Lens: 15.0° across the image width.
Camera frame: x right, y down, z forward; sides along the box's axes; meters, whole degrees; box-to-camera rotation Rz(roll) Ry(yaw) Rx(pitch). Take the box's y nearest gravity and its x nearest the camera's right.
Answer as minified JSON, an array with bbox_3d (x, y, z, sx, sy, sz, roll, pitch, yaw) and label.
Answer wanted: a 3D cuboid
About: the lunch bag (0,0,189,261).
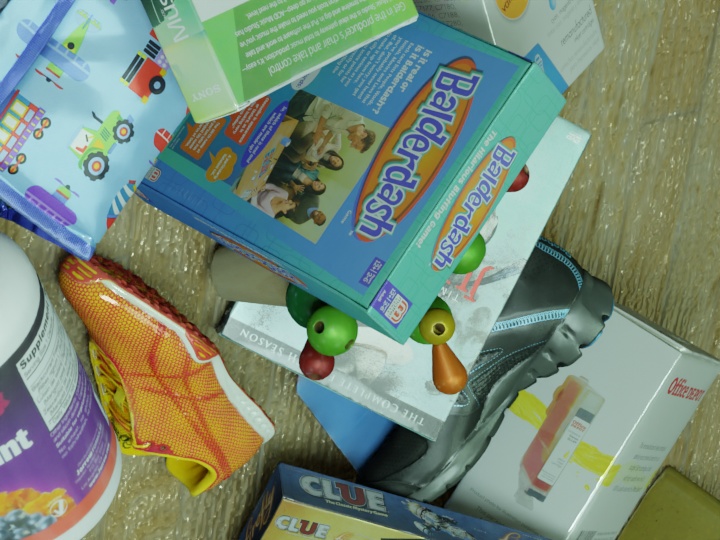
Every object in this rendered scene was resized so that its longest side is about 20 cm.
[{"bbox_3d":[-0.174,-0.126,1.299,0.200,0.094,0.151,40,80,-39],"label":"lunch bag"}]

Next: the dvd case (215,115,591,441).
[{"bbox_3d":[0.025,-0.022,1.554,0.146,0.022,0.200,27,92,-13],"label":"dvd case"}]

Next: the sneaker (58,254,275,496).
[{"bbox_3d":[-0.112,0.062,1.479,0.077,0.073,0.200,-43,136,-8],"label":"sneaker"}]

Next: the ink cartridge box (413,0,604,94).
[{"bbox_3d":[0.058,-0.183,1.465,0.115,0.068,0.200,-48,129,-47],"label":"ink cartridge box"}]

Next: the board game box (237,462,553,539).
[{"bbox_3d":[0.018,0.199,1.623,0.200,0.035,0.136,18,120,-18],"label":"board game box"}]

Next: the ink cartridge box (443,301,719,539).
[{"bbox_3d":[0.136,0.118,1.735,0.200,0.083,0.145,-58,162,4],"label":"ink cartridge box"}]

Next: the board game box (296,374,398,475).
[{"bbox_3d":[0.029,0.041,1.653,0.158,0.039,0.200,-46,137,-10],"label":"board game box"}]

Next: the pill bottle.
[{"bbox_3d":[-0.198,0.047,1.337,0.111,0.111,0.200,-44,138,-22],"label":"pill bottle"}]

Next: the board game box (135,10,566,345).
[{"bbox_3d":[-0.015,-0.069,1.403,0.152,0.200,0.045,-55,141,-7],"label":"board game box"}]

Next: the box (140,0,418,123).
[{"bbox_3d":[-0.064,-0.186,1.315,0.144,0.036,0.200,-30,98,-44],"label":"box"}]

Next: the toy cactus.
[{"bbox_3d":[0.000,0.000,1.481,0.200,0.165,0.102,-59,134,-46],"label":"toy cactus"}]

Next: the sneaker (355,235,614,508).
[{"bbox_3d":[0.057,0.061,1.623,0.082,0.073,0.200,41,96,-12],"label":"sneaker"}]

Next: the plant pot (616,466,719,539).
[{"bbox_3d":[0.277,0.295,1.954,0.196,0.200,0.194,-56,142,-9],"label":"plant pot"}]
